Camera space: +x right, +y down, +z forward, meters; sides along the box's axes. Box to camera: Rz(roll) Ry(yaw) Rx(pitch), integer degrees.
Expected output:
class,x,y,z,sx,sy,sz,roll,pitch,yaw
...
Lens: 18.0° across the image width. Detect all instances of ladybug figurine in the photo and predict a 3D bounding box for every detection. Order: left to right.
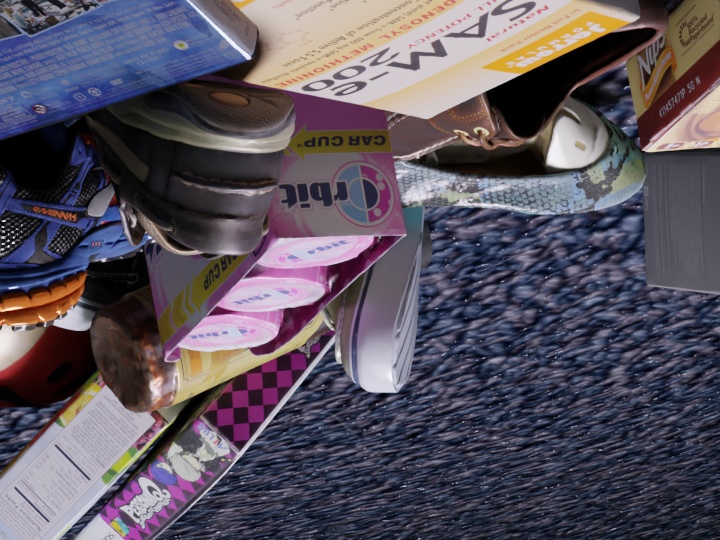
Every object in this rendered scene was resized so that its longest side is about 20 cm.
class,x,y,z,sx,sy,sz,roll,pitch,yaw
ladybug figurine,-0.206,0.036,1.311,0.135,0.073,0.200,-7,168,11

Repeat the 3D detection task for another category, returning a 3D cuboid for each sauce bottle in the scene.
class,x,y,z,sx,sy,sz,roll,pitch,yaw
sauce bottle,-0.049,0.013,1.232,0.199,0.066,0.066,-26,174,-31

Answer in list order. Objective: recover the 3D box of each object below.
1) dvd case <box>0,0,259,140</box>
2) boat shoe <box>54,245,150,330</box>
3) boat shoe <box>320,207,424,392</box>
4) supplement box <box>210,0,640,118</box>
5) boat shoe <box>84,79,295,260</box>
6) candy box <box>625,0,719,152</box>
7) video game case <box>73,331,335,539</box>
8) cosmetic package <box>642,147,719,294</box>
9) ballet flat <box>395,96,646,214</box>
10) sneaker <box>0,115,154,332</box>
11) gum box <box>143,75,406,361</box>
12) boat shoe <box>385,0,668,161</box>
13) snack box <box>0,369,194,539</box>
class,x,y,z,sx,sy,sz,roll,pitch,yaw
dvd case,-0.149,-0.116,0.797,0.142,0.018,0.200,-13,143,32
boat shoe,-0.121,-0.012,1.248,0.071,0.072,0.199,-37,158,27
boat shoe,0.000,0.000,1.169,0.061,0.073,0.200,4,-153,2
supplement box,-0.001,-0.125,0.897,0.126,0.074,0.199,-23,160,41
boat shoe,-0.079,-0.043,0.937,0.074,0.074,0.200,6,-175,-13
candy box,0.247,-0.108,1.137,0.198,0.056,0.115,-4,165,-17
video game case,-0.070,0.073,1.340,0.200,0.036,0.181,-50,-176,-41
cosmetic package,0.239,-0.029,1.247,0.106,0.091,0.200,-4,-173,-15
ballet flat,0.071,-0.067,1.166,0.199,0.075,0.074,-6,164,-27
sneaker,-0.136,-0.040,1.030,0.075,0.079,0.200,0,-159,13
gum box,-0.051,-0.037,1.095,0.066,0.114,0.200,-3,163,-22
boat shoe,0.062,-0.091,1.025,0.070,0.071,0.200,-7,161,-36
snack box,-0.144,0.087,1.330,0.142,0.053,0.200,-44,-178,20
